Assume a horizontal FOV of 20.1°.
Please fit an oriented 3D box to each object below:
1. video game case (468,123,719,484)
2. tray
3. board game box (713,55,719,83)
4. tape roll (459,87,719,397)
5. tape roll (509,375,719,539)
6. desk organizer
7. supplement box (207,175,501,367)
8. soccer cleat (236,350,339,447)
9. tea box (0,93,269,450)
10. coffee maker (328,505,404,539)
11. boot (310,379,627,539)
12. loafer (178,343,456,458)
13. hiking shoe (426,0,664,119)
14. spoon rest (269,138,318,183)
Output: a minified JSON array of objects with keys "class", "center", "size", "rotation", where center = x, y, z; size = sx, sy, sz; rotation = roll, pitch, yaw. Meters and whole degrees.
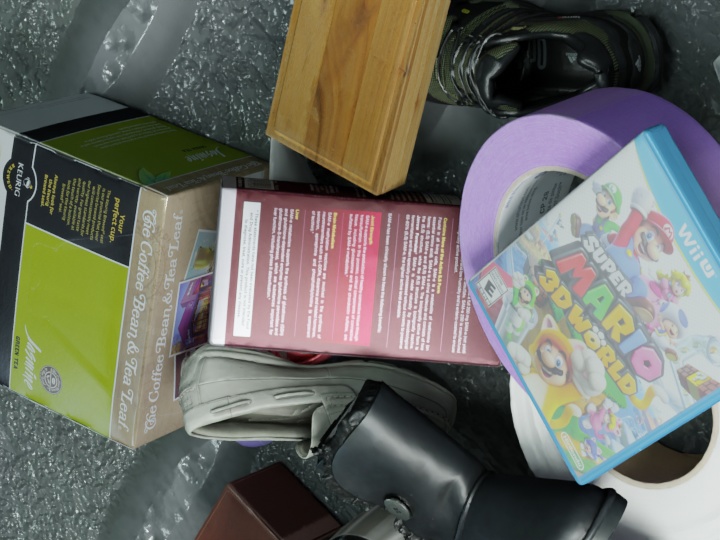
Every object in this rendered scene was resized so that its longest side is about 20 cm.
[{"class":"video game case","center":[0.147,0.025,1.156],"size":[0.144,0.018,0.200],"rotation":[62,144,11]},{"class":"tray","center":[0.003,-0.161,1.321],"size":[0.098,0.037,0.202],"rotation":[30,123,26]},{"class":"board game box","center":[0.294,-0.123,1.096],"size":[0.199,0.200,0.026],"rotation":[-30,109,15]},{"class":"tape roll","center":[0.149,-0.004,1.211],"size":[0.199,0.065,0.202],"rotation":[30,130,42]},{"class":"tape roll","center":[0.198,0.080,1.317],"size":[0.201,0.071,0.205],"rotation":[10,108,33]},{"class":"desk organizer","center":[-0.098,0.249,1.566],"size":[0.077,0.071,0.201],"rotation":[44,122,20]},{"class":"supplement box","center":[0.000,0.000,1.368],"size":[0.198,0.061,0.110],"rotation":[5,99,-5]},{"class":"soccer cleat","center":[-0.051,0.063,1.481],"size":[0.067,0.076,0.200],"rotation":[52,124,12]},{"class":"tea box","center":[-0.190,-0.005,1.525],"size":[0.196,0.133,0.202],"rotation":[23,114,29]},{"class":"coffee maker","center":[0.021,0.258,1.405],"size":[0.192,0.199,0.135],"rotation":[48,124,15]},{"class":"boot","center":[0.061,0.138,1.309],"size":[0.168,0.077,0.200],"rotation":[39,156,-7]},{"class":"loafer","center":[-0.029,0.101,1.424],"size":[0.070,0.198,0.070],"rotation":[108,166,-54]},{"class":"hiking shoe","center":[0.091,-0.139,1.315],"size":[0.198,0.100,0.077],"rotation":[1,102,35]},{"class":"spoon rest","center":[-0.042,-0.068,1.439],"size":[0.060,0.099,0.202],"rotation":[20,106,6]}]
